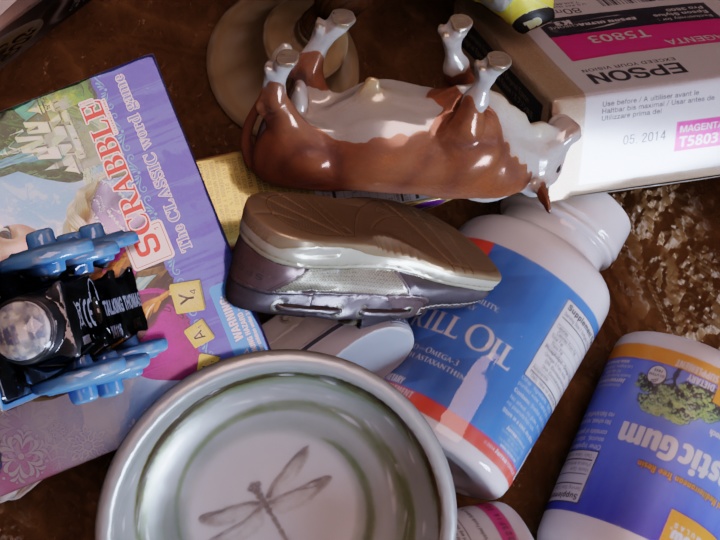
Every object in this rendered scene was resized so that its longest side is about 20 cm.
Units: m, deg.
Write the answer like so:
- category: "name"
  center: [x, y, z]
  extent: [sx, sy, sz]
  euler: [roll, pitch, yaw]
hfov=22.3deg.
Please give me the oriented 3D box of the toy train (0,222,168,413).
- category: "toy train"
  center: [-0.166, 0.029, 0.902]
  extent: [0.114, 0.200, 0.087]
  euler: [-15, 92, 5]

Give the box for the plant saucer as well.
- category: "plant saucer"
  center: [-0.048, 0.138, 1.011]
  extent: [0.200, 0.050, 0.200]
  euler: [-2, 100, -11]

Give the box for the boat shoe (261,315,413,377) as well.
- category: "boat shoe"
  center: [-0.069, 0.060, 1.119]
  extent: [0.202, 0.075, 0.086]
  euler: [-36, 55, 12]

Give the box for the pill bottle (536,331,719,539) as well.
- category: "pill bottle"
  center: [0.180, 0.149, 1.164]
  extent: [0.112, 0.112, 0.200]
  euler: [27, 74, -10]

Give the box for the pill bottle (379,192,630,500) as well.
- category: "pill bottle"
  center: [0.089, 0.035, 1.158]
  extent: [0.112, 0.112, 0.200]
  euler: [34, 72, -8]

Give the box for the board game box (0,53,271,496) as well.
- category: "board game box"
  center: [-0.171, 0.007, 1.018]
  extent: [0.199, 0.041, 0.200]
  euler: [-23, 92, -6]

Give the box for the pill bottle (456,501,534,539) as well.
- category: "pill bottle"
  center: [0.006, 0.212, 1.102]
  extent: [0.200, 0.113, 0.114]
  euler: [-9, 83, -18]

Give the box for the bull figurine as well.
- category: "bull figurine"
  center: [0.031, -0.085, 1.036]
  extent: [0.200, 0.122, 0.065]
  euler: [-2, 44, -3]

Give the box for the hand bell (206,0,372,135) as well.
- category: "hand bell"
  center: [-0.024, -0.151, 1.112]
  extent: [0.104, 0.200, 0.104]
  euler: [3, 80, -16]

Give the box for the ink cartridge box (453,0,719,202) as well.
- category: "ink cartridge box"
  center: [0.178, -0.124, 1.183]
  extent: [0.200, 0.165, 0.075]
  euler: [-8, 122, -18]

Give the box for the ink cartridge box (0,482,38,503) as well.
- category: "ink cartridge box"
  center: [-0.221, 0.020, 1.086]
  extent: [0.146, 0.084, 0.200]
  euler: [-39, 94, -17]

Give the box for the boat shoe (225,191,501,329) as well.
- category: "boat shoe"
  center: [0.000, 0.000, 1.045]
  extent: [0.200, 0.065, 0.072]
  euler: [6, 33, -49]

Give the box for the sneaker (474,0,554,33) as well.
- category: "sneaker"
  center: [0.085, -0.206, 1.176]
  extent: [0.075, 0.200, 0.076]
  euler: [-22, 112, 12]

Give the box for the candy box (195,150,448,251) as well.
- category: "candy box"
  center: [-0.054, -0.043, 1.129]
  extent: [0.200, 0.117, 0.057]
  euler: [-10, 85, -18]

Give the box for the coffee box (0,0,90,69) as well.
- category: "coffee box"
  center: [-0.243, -0.159, 1.098]
  extent: [0.200, 0.113, 0.080]
  euler: [-41, 93, -18]
